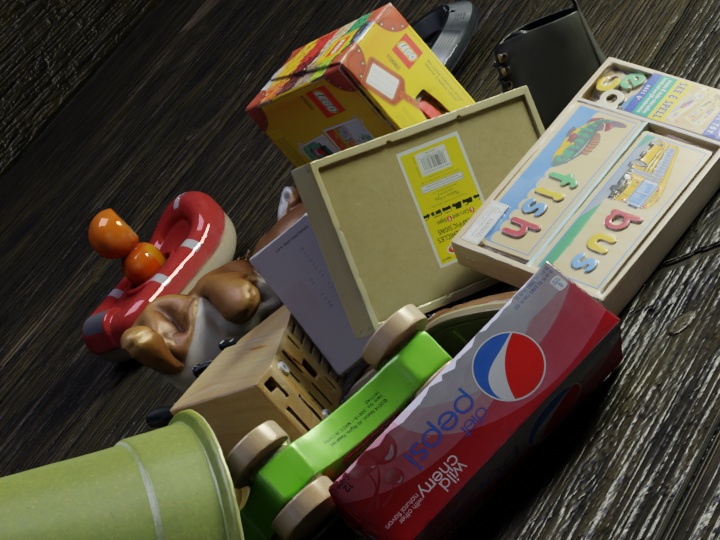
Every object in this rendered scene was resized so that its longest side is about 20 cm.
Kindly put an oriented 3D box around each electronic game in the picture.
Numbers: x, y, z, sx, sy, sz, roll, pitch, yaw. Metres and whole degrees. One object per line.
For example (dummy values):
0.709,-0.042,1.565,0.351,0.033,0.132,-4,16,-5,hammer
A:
0.049,-0.196,2.249,0.200,0.042,0.200,-46,15,16,electronic game

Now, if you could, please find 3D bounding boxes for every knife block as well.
-0.093,0.106,1.587,0.175,0.064,0.200,-39,12,18,knife block

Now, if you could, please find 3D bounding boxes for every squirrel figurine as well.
-0.085,0.022,1.795,0.187,0.141,0.200,-52,7,0,squirrel figurine

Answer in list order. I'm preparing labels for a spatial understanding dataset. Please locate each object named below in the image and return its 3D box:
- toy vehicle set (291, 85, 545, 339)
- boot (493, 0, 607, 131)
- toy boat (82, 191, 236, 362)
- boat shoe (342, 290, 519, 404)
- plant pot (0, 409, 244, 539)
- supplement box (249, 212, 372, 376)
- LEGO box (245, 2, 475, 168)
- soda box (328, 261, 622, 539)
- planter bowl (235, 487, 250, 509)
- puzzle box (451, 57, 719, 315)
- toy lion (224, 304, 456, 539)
0.058,-0.043,1.540,0.200,0.125,0.026,-21,1,-32,toy vehicle set
0.107,-0.104,1.637,0.200,0.139,0.077,-29,13,4,boot
-0.223,-0.011,2.240,0.130,0.131,0.200,-18,29,54,toy boat
0.064,0.051,1.510,0.200,0.072,0.068,-27,22,41,boat shoe
-0.186,0.193,1.355,0.189,0.201,0.200,-4,4,-20,plant pot
0.000,0.000,1.631,0.061,0.109,0.200,-39,-2,19,supplement box
0.028,-0.097,1.750,0.149,0.200,0.077,-17,29,55,LEGO box
0.073,0.093,1.351,0.200,0.063,0.070,-46,-21,-11,soda box
-0.150,0.203,1.598,0.200,0.083,0.200,-38,16,13,planter bowl
0.172,-0.059,1.514,0.133,0.025,0.200,22,59,36,puzzle box
-0.026,0.135,1.439,0.200,0.069,0.192,-39,-15,-24,toy lion
